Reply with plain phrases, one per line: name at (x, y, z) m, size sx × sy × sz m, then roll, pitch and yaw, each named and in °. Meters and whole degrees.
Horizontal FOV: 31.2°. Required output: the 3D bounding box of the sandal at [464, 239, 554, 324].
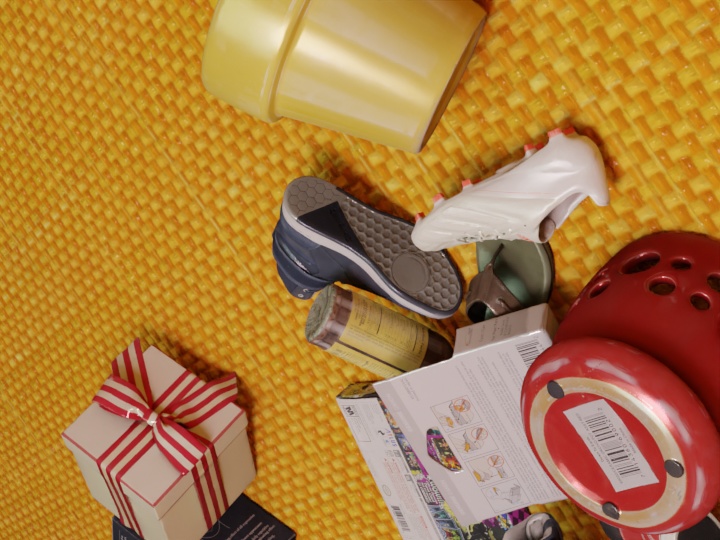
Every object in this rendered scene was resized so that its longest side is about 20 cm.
sandal at (0.130, 0.039, 1.189) m, size 0.079 × 0.057 × 0.204 m, roll 16°, pitch 115°, yaw 32°

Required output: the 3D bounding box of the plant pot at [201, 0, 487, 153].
plant pot at (-0.005, -0.198, 1.068) m, size 0.187 × 0.202 × 0.202 m, roll 27°, pitch 137°, yaw 4°

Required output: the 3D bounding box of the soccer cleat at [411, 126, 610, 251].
soccer cleat at (0.124, -0.050, 1.110) m, size 0.199 × 0.069 × 0.079 m, roll -29°, pitch 80°, yaw 37°

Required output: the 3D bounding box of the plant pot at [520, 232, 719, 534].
plant pot at (0.238, 0.098, 1.050) m, size 0.199 × 0.182 × 0.203 m, roll 27°, pitch 136°, yaw 29°

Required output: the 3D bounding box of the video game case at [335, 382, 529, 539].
video game case at (0.080, 0.210, 1.393) m, size 0.180 × 0.036 × 0.202 m, roll -9°, pitch 112°, yaw 46°

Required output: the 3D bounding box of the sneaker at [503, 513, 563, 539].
sneaker at (0.215, 0.303, 1.209) m, size 0.199 × 0.077 × 0.149 m, roll -3°, pitch 103°, yaw 1°

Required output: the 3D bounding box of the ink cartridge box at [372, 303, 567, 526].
ink cartridge box at (0.133, 0.139, 1.202) m, size 0.174 × 0.045 × 0.201 m, roll -18°, pitch 121°, yaw 24°

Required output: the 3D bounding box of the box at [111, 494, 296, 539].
box at (-0.208, 0.367, 1.697) m, size 0.199 × 0.148 × 0.108 m, roll 32°, pitch 136°, yaw 22°

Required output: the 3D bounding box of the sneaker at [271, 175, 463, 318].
sneaker at (0.000, -0.002, 1.289) m, size 0.201 × 0.077 × 0.146 m, roll 34°, pitch 152°, yaw 1°

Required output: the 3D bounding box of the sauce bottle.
sauce bottle at (0.042, 0.079, 1.251) m, size 0.198 × 0.065 × 0.065 m, roll 28°, pitch 146°, yaw -22°

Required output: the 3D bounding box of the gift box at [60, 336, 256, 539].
gift box at (-0.241, 0.208, 1.592) m, size 0.183 × 0.201 × 0.188 m, roll 27°, pitch 150°, yaw 21°

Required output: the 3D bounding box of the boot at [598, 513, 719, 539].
boot at (0.307, 0.281, 1.218) m, size 0.201 × 0.072 × 0.144 m, roll 52°, pitch 162°, yaw -20°
